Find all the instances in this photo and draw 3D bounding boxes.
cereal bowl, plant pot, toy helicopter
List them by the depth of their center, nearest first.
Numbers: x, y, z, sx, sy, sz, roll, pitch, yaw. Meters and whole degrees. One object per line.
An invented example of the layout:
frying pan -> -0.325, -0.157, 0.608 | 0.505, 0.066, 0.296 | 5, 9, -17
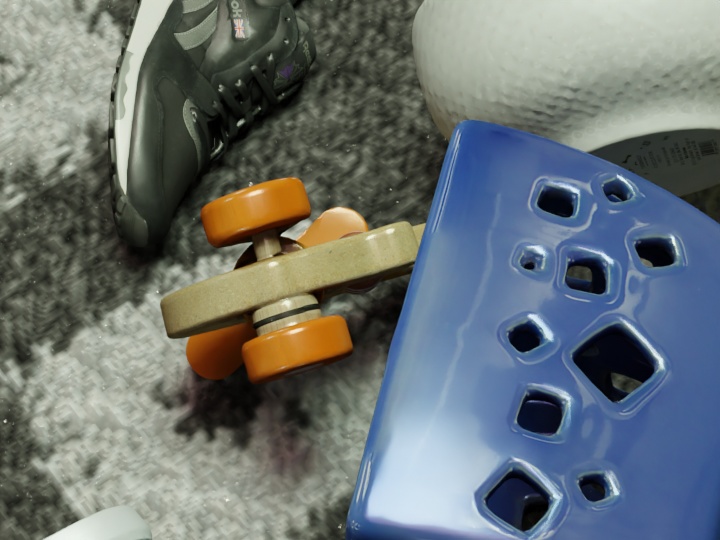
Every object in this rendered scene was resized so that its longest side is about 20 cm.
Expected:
plant pot -> 0.100, 0.085, 1.082 | 0.179, 0.200, 0.201 | 12, 57, 7
cereal bowl -> 0.124, -0.084, 1.196 | 0.199, 0.200, 0.084 | -8, 72, 0
toy helicopter -> 0.000, 0.000, 1.210 | 0.199, 0.132, 0.079 | -15, 84, -31

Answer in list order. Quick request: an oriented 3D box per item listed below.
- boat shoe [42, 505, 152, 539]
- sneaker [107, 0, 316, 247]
boat shoe -> -0.155, 0.183, 1.121 | 0.200, 0.072, 0.071 | -41, 70, -9
sneaker -> -0.068, -0.099, 1.295 | 0.087, 0.076, 0.201 | 8, 57, 4
